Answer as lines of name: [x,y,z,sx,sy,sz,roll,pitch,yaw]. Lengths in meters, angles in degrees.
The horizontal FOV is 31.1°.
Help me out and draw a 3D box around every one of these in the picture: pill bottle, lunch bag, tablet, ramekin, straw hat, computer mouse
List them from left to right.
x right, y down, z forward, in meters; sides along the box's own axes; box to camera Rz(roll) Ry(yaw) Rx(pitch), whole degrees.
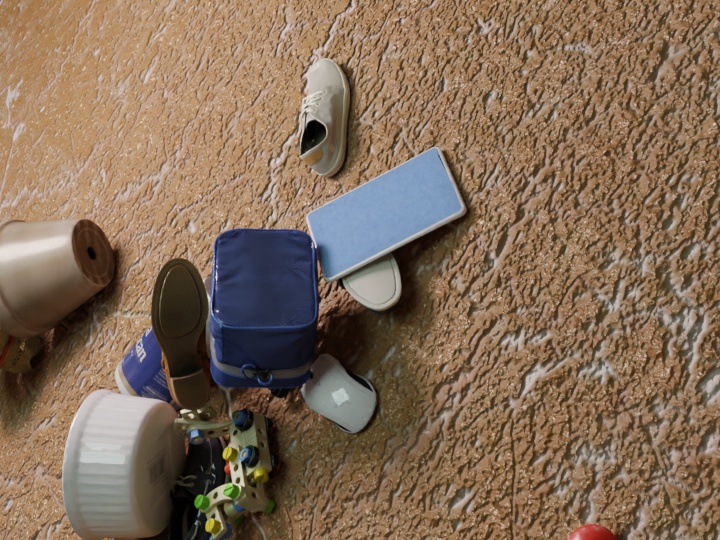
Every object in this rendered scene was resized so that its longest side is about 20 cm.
straw hat: [-0.599,0.134,2.226,0.201,0.085,0.202,-54,20,30]
ramekin: [-0.309,0.261,1.725,0.097,0.201,0.202,1,67,15]
pill bottle: [-0.249,0.106,1.830,0.200,0.111,0.111,-47,42,19]
lunch bag: [-0.121,0.059,1.622,0.133,0.135,0.201,96,174,-45]
computer mouse: [-0.050,0.139,1.643,0.200,0.044,0.110,29,91,51]
tablet: [0.030,-0.071,1.637,0.199,0.014,0.131,-27,46,9]

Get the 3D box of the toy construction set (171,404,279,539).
toy construction set: [-0.173,0.255,1.689,0.131,0.092,0.201,-42,54,25]

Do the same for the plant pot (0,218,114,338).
plant pot: [-0.512,-0.004,2.145,0.173,0.200,0.201,-17,56,23]

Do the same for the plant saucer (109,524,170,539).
plant saucer: [-0.303,0.406,1.792,0.200,0.032,0.201,-26,51,38]

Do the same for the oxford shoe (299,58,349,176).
oxford shoe: [-0.057,-0.227,1.840,0.075,0.058,0.201,-29,48,38]

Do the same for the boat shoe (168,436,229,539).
boat shoe: [-0.222,0.299,1.733,0.072,0.063,0.201,-24,54,38]

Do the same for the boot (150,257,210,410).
boot: [-0.237,0.083,1.690,0.155,0.073,0.202,-172,78,-80]

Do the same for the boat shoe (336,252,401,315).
boat shoe: [0.000,0.000,1.652,0.074,0.061,0.200,-32,43,-11]

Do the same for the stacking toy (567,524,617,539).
stacking toy: [0.243,0.322,1.201,0.085,0.085,0.201,-44,36,23]
